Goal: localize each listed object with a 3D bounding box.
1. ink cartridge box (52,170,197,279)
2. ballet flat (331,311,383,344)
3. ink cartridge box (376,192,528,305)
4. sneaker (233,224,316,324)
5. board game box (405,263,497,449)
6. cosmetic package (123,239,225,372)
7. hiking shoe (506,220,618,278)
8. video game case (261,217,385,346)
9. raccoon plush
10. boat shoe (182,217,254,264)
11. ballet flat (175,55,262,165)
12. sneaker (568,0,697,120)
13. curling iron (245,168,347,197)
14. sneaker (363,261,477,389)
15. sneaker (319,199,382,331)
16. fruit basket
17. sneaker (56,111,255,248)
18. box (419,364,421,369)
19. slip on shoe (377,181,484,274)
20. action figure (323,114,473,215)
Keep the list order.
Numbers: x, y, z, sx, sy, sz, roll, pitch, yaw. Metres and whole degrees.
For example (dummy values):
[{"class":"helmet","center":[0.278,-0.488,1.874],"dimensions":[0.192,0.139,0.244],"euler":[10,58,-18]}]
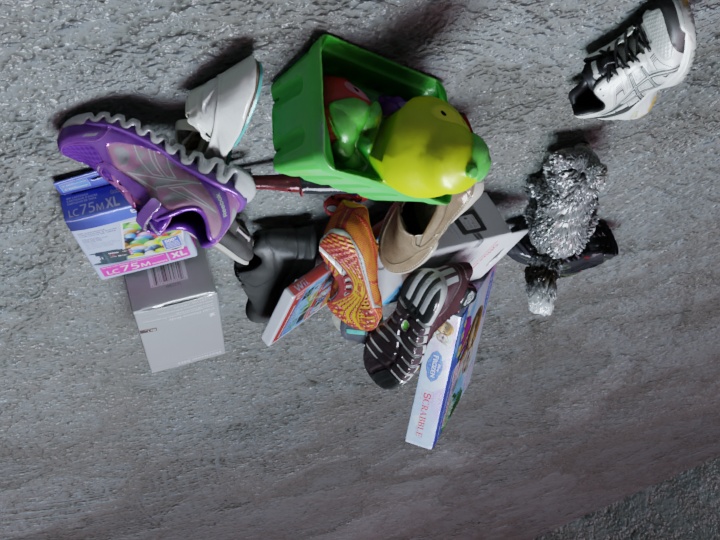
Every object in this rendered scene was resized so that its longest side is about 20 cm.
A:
[{"class":"ink cartridge box","center":[-0.254,-0.055,1.482],"dimensions":[0.118,0.042,0.200],"euler":[-14,155,-2]},{"class":"ballet flat","center":[-0.005,0.048,1.757],"dimensions":[0.072,0.074,0.200],"euler":[-16,-166,4]},{"class":"ink cartridge box","center":[0.103,-0.031,1.667],"dimensions":[0.199,0.067,0.116],"euler":[-13,155,-47]},{"class":"sneaker","center":[-0.119,0.001,1.668],"dimensions":[0.090,0.077,0.200],"euler":[6,146,-18]},{"class":"board game box","center":[0.123,0.103,1.797],"dimensions":[0.041,0.200,0.202],"euler":[17,118,13]},{"class":"cosmetic package","center":[-0.228,0.044,1.663],"dimensions":[0.106,0.091,0.201],"euler":[-15,154,-7]},{"class":"hiking shoe","center":[0.258,-0.018,1.831],"dimensions":[0.198,0.076,0.101],"euler":[2,148,-37]},{"class":"video game case","center":[-0.031,0.007,1.669],"dimensions":[0.199,0.017,0.143],"euler":[-36,168,-29]},{"class":"raccoon plush","center":[0.251,-0.053,1.617],"dimensions":[0.096,0.202,0.134],"euler":[0,170,-1]},{"class":"boat shoe","center":[-0.153,-0.052,1.504],"dimensions":[0.057,0.066,0.200],"euler":[-60,165,-2]},{"class":"ballet flat","center":[-0.147,-0.143,1.323],"dimensions":[0.069,0.070,0.200],"euler":[-6,157,-21]},{"class":"sneaker","center":[0.278,-0.212,1.402],"dimensions":[0.087,0.076,0.200],"euler":[-8,156,-16]},{"class":"curling iron","center":[-0.070,-0.093,1.462],"dimensions":[0.198,0.026,0.050],"euler":[5,-177,-11]},{"class":"sneaker","center":[0.085,0.063,1.636],"dimensions":[0.115,0.076,0.201],"euler":[-23,155,-40]},{"class":"sneaker","center":[0.000,0.000,1.573],"dimensions":[0.072,0.078,0.201],"euler":[17,145,15]},{"class":"fruit basket","center":[0.037,-0.137,1.316],"dimensions":[0.213,0.157,0.216],"euler":[-2,167,-1]},{"class":"sneaker","center":[-0.204,-0.083,1.313],"dimensions":[0.198,0.089,0.080],"euler":[22,159,-11]},{"class":"box","center":[0.072,0.053,1.823],"dimensions":[0.041,0.120,0.200],"euler":[-15,158,2]},{"class":"slip on shoe","center":[0.063,-0.056,1.505],"dimensions":[0.060,0.077,0.200],"euler":[-20,166,-37]},{"class":"action figure","center":[0.034,-0.113,1.517],"dimensions":[0.199,0.052,0.065],"euler":[-28,159,32]}]
